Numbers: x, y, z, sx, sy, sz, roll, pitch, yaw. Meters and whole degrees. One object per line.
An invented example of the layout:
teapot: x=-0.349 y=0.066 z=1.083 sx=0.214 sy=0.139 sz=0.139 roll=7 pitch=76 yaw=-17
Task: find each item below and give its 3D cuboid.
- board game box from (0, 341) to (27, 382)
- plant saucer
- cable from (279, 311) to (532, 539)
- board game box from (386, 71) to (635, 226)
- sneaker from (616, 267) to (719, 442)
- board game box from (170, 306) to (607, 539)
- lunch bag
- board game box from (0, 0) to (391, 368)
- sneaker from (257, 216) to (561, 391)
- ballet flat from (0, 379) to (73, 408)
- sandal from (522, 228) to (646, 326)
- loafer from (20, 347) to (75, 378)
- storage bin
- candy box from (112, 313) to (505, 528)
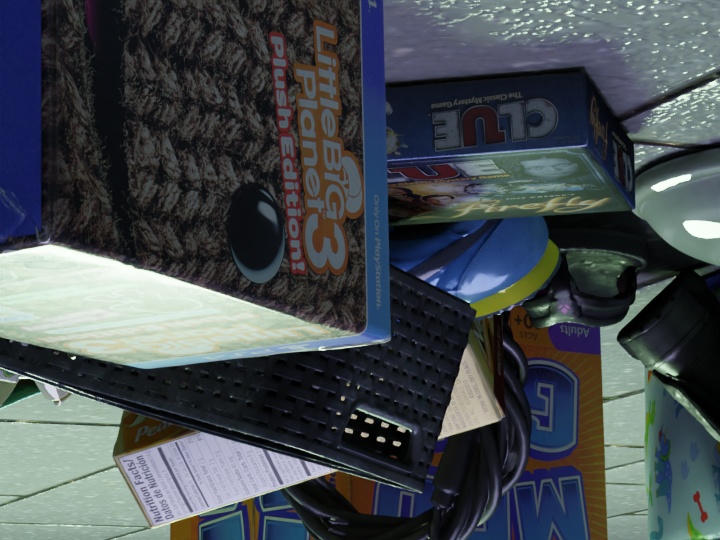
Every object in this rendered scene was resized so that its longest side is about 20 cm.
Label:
board game box: x=-0.270 y=0.006 z=1.405 sx=0.126 sy=0.035 sz=0.200 roll=27 pitch=-173 yaw=35
plant saucer: x=0.233 y=-0.022 z=1.408 sx=0.200 sy=0.050 sz=0.200 roll=0 pitch=169 yaw=0
cable: x=0.017 y=0.076 z=1.587 sx=0.163 sy=0.200 sz=0.051 roll=-12 pitch=-164 yaw=11
board game box: x=0.015 y=-0.050 z=1.281 sx=0.200 sy=0.035 sz=0.135 roll=-4 pitch=169 yaw=14
sneaker: x=0.197 y=0.057 z=1.571 sx=0.060 sy=0.104 sz=0.200 roll=-45 pitch=177 yaw=7
board game box: x=0.015 y=0.129 z=1.774 sx=0.200 sy=0.200 sz=0.200 roll=6 pitch=167 yaw=-35
lunch bag: x=0.232 y=0.099 z=1.724 sx=0.127 sy=0.170 sz=0.200 roll=7 pitch=166 yaw=-23
board game box: x=-0.079 y=-0.063 z=0.872 sx=0.097 sy=0.160 sz=0.200 roll=-7 pitch=169 yaw=27
sneaker: x=0.000 y=0.000 z=1.416 sx=0.200 sy=0.066 sz=0.078 roll=-22 pitch=121 yaw=28
ballet flat: x=-0.188 y=0.052 z=1.558 sx=0.200 sy=0.070 sz=0.067 roll=-21 pitch=133 yaw=13
sandal: x=0.120 y=0.011 z=1.531 sx=0.075 sy=0.048 sz=0.200 roll=-3 pitch=170 yaw=10
loafer: x=-0.135 y=0.005 z=1.486 sx=0.200 sy=0.073 sz=0.071 roll=-13 pitch=163 yaw=10
storage bin: x=-0.064 y=0.029 z=1.329 sx=0.200 sy=0.094 sz=0.135 roll=14 pitch=174 yaw=32
candy box: x=-0.025 y=0.057 z=1.495 sx=0.200 sy=0.055 sz=0.115 roll=-19 pitch=-153 yaw=13
